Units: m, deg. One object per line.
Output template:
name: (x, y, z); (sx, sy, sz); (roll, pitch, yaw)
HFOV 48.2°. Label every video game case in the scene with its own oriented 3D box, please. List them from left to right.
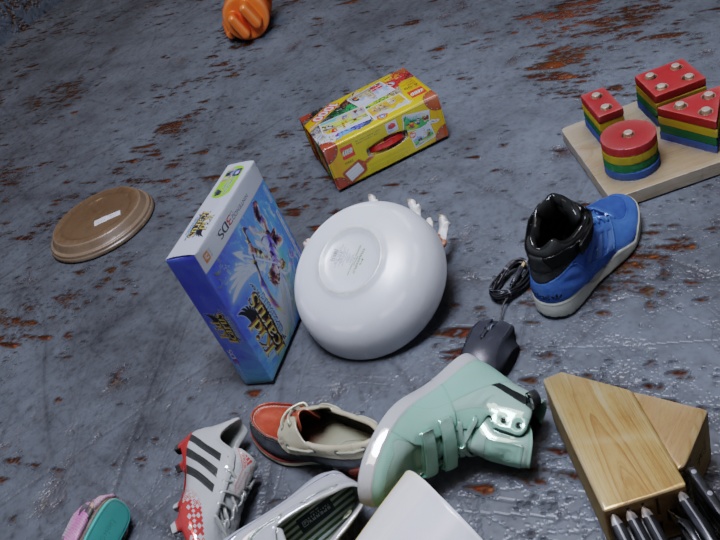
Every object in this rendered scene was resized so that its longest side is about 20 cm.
video game case: (-0.134, 0.002, 0.980); (0.045, 0.201, 0.182); (-7, 38, 26)

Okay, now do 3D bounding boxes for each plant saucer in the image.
plant saucer: (-0.460, -0.088, 1.425); (0.197, 0.030, 0.201); (-14, 36, 11)

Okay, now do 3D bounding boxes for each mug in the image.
mug: (0.036, 0.270, 0.632); (0.153, 0.187, 0.149); (-42, 72, -12)

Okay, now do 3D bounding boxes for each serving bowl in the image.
serving bowl: (0.000, 0.000, 0.960); (0.197, 0.066, 0.203); (-13, 60, 24)

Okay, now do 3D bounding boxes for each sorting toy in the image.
sorting toy: (0.384, -0.190, 1.052); (0.197, 0.070, 0.200); (-19, 36, 5)

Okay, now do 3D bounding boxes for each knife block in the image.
knife block: (0.215, 0.187, 0.669); (0.198, 0.065, 0.176); (12, 48, 39)

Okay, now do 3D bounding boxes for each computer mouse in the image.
computer mouse: (0.155, 0.049, 0.905); (0.058, 0.034, 0.201); (-2, 41, 28)

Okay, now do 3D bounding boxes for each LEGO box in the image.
LEGO box: (0.019, -0.231, 1.300); (0.198, 0.078, 0.149); (-27, 35, -5)

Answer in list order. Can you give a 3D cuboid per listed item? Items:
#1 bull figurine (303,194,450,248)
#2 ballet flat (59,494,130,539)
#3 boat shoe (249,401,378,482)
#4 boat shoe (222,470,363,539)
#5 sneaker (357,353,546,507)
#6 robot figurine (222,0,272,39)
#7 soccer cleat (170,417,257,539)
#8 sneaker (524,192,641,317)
bull figurine: (0.021, -0.033, 1.044); (0.198, 0.065, 0.123); (13, 75, 31)
ballet flat: (-0.295, 0.313, 0.799); (0.071, 0.069, 0.201); (-25, 27, 29)
boat shoe: (-0.046, 0.169, 0.839); (0.198, 0.063, 0.071); (10, 49, 39)
boat shoe: (-0.077, 0.252, 0.723); (0.200, 0.074, 0.067); (-43, 5, -26)
sneaker: (0.092, 0.160, 0.744); (0.117, 0.075, 0.200); (23, 46, 36)
robot figurine: (-0.273, -0.632, 1.940); (0.115, 0.145, 0.201); (8, 37, -7)
soccer cleat: (-0.142, 0.226, 0.815); (0.084, 0.069, 0.201); (-27, 31, 1)
sneaker: (0.253, -0.052, 0.912); (0.076, 0.112, 0.200); (20, 53, 44)
